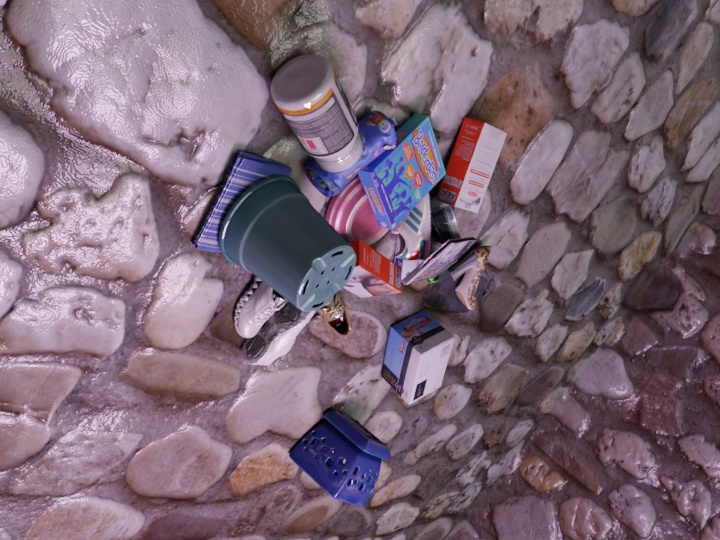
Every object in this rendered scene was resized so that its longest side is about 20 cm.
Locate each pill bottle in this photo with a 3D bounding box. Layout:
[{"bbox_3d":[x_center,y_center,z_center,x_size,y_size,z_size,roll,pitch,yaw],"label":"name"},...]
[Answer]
[{"bbox_3d":[-0.070,-0.271,1.270,0.116,0.116,0.200,-43,145,-8],"label":"pill bottle"}]

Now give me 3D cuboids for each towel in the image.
[{"bbox_3d":[-0.219,-0.121,1.339,0.144,0.024,0.201,7,119,-53],"label":"towel"}]

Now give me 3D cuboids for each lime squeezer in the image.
[{"bbox_3d":[0.195,0.009,1.876,0.070,0.038,0.200,-27,174,28],"label":"lime squeezer"}]

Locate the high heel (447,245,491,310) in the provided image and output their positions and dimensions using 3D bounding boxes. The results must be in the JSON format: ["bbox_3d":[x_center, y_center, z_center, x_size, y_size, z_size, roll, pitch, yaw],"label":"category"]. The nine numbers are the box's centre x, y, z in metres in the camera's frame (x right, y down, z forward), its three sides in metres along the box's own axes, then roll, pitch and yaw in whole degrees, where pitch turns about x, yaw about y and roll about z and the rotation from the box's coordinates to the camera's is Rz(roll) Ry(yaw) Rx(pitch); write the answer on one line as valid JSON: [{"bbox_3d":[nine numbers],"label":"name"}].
[{"bbox_3d":[0.335,0.024,2.039,0.142,0.071,0.201,-37,135,-6],"label":"high heel"}]

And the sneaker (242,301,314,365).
[{"bbox_3d":[-0.171,0.134,1.598,0.200,0.078,0.099,-42,153,5],"label":"sneaker"}]

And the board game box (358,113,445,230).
[{"bbox_3d":[0.091,-0.208,1.510,0.200,0.045,0.153,-48,133,-25],"label":"board game box"}]

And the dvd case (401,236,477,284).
[{"bbox_3d":[0.187,-0.024,1.676,0.149,0.016,0.200,-42,166,22],"label":"dvd case"}]

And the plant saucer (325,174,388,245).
[{"bbox_3d":[0.014,-0.128,1.561,0.200,0.051,0.202,-30,142,-27],"label":"plant saucer"}]

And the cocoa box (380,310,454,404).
[{"bbox_3d":[0.155,0.241,1.998,0.133,0.131,0.201,-22,138,-34],"label":"cocoa box"}]

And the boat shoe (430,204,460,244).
[{"bbox_3d":[0.198,-0.095,1.709,0.067,0.072,0.200,-19,164,6],"label":"boat shoe"}]

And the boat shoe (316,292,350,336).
[{"bbox_3d":[-0.065,0.085,1.661,0.074,0.066,0.200,-42,145,-10],"label":"boat shoe"}]

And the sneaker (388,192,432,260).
[{"bbox_3d":[0.109,-0.119,1.624,0.092,0.070,0.202,-5,98,-7],"label":"sneaker"}]

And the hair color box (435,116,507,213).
[{"bbox_3d":[0.260,-0.244,1.681,0.110,0.064,0.202,7,104,-51],"label":"hair color box"}]

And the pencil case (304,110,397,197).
[{"bbox_3d":[-0.014,-0.227,1.404,0.200,0.087,0.078,-41,165,-11],"label":"pencil case"}]

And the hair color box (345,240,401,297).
[{"bbox_3d":[0.000,0.000,1.593,0.200,0.110,0.065,29,58,-56],"label":"hair color box"}]

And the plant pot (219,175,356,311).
[{"bbox_3d":[-0.124,-0.040,1.336,0.200,0.196,0.201,-38,151,-25],"label":"plant pot"}]

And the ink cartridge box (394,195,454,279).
[{"bbox_3d":[0.172,-0.090,1.781,0.199,0.041,0.201,-28,140,-29],"label":"ink cartridge box"}]

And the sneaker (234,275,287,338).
[{"bbox_3d":[-0.198,0.064,1.484,0.075,0.081,0.201,0,124,-50],"label":"sneaker"}]

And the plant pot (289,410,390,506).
[{"bbox_3d":[-0.045,0.511,1.987,0.181,0.199,0.200,-55,145,-3],"label":"plant pot"}]
